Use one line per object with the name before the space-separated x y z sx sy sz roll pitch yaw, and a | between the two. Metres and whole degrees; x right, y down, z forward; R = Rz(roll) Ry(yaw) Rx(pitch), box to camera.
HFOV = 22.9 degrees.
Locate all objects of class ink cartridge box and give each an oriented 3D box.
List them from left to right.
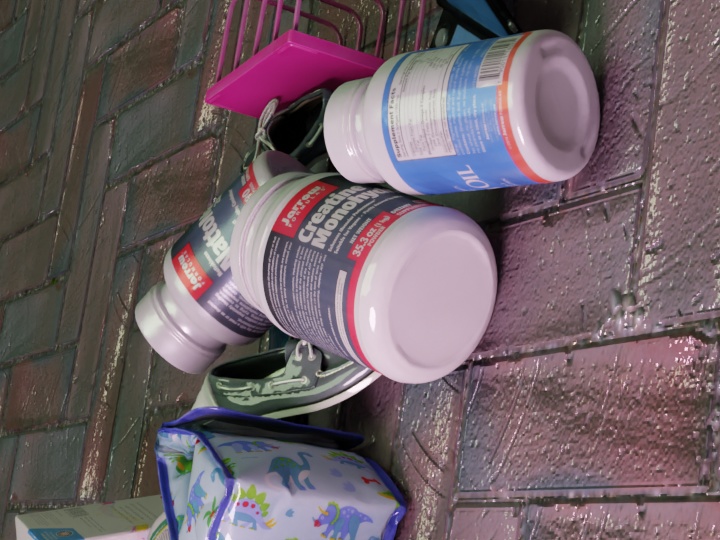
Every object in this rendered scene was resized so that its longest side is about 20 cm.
ink cartridge box | -0.233 0.306 1.787 0.128 0.198 0.126 -165 71 -65

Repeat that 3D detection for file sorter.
file sorter | -0.040 -0.225 1.693 0.200 0.138 0.127 -22 56 61

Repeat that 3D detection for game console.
game console | 0.064 -0.190 1.478 0.177 0.116 0.200 -69 25 15

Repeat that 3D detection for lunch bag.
lunch bag | -0.076 0.189 1.517 0.200 0.169 0.128 -138 63 -65

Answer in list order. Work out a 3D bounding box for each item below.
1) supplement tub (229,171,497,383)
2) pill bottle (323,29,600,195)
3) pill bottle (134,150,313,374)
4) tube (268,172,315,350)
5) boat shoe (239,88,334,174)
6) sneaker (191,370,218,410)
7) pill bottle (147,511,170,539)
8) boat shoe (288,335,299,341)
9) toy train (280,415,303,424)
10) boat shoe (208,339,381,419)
supplement tub | 0.000 0.000 1.435 0.199 0.140 0.142 20 96 47
pill bottle | 0.072 -0.115 1.353 0.199 0.112 0.113 -4 73 42
pill bottle | -0.111 -0.002 1.639 0.200 0.119 0.120 -45 35 18
tube | -0.065 0.005 1.716 0.078 0.050 0.202 111 168 -68
boat shoe | -0.065 -0.124 1.687 0.199 0.061 0.076 -17 62 54
sneaker | -0.106 0.194 1.663 0.100 0.074 0.201 -52 50 38
pill bottle | -0.131 0.313 1.641 0.113 0.112 0.201 -62 28 28
boat shoe | -0.004 0.013 1.576 0.200 0.068 0.074 -51 35 44
toy train | -0.056 0.093 1.689 0.046 0.034 0.201 -125 53 -63
boat shoe | -0.051 0.085 1.562 0.199 0.062 0.073 -22 16 31
